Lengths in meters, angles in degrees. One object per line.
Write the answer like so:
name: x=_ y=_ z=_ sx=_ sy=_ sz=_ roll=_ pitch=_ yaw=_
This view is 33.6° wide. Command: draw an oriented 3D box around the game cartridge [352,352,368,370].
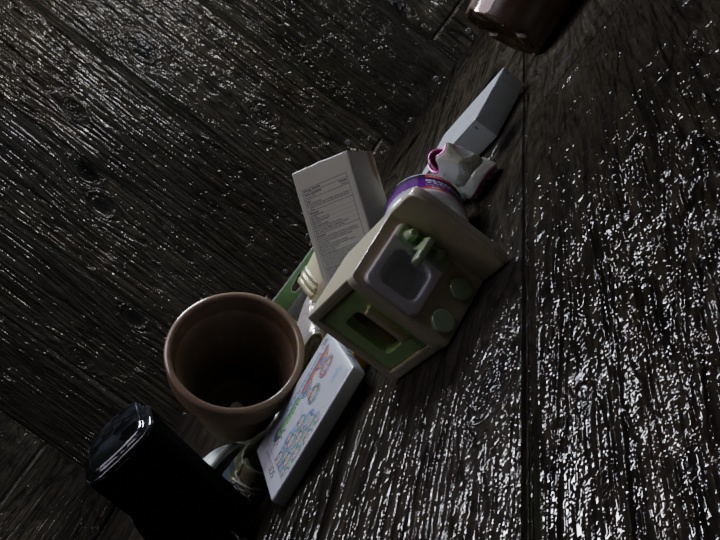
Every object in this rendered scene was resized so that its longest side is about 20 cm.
game cartridge: x=-0.022 y=0.131 z=1.684 sx=0.200 sy=0.032 sz=0.176 roll=-55 pitch=6 yaw=-18

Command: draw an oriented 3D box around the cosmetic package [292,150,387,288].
cosmetic package: x=-0.012 y=-0.058 z=1.662 sx=0.105 sy=0.200 sz=0.071 roll=-18 pitch=-6 yaw=32

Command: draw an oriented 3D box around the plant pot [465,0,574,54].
plant pot: x=0.295 y=-0.497 z=2.073 sx=0.199 sy=0.200 sz=0.200 roll=-62 pitch=6 yaw=1

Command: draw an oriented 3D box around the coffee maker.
coffee maker: x=-0.243 y=0.280 z=1.543 sx=0.192 sy=0.200 sz=0.135 roll=-1 pitch=48 yaw=57

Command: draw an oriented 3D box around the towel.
towel: x=-0.095 y=0.144 z=1.809 sx=0.133 sy=0.034 sz=0.200 roll=-99 pitch=25 yaw=-61

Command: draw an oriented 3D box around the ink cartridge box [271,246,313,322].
ink cartridge box: x=-0.075 y=0.027 z=2.048 sx=0.146 sy=0.048 sz=0.200 roll=-54 pitch=-37 yaw=-2

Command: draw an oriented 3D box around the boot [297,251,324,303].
boot: x=0.000 y=0.000 z=1.743 sx=0.073 sy=0.200 sz=0.156 roll=12 pitch=-72 yaw=-53

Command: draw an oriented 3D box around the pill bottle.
pill bottle: x=0.086 y=-0.068 z=1.582 sx=0.112 sy=0.111 sz=0.200 roll=-53 pitch=7 yaw=12

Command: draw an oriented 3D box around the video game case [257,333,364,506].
video game case: x=-0.069 y=0.188 z=1.559 sx=0.200 sy=0.024 sz=0.182 roll=-59 pitch=15 yaw=5

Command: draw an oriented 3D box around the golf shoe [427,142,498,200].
golf shoe: x=0.137 y=-0.148 z=1.737 sx=0.075 sy=0.091 sz=0.200 roll=-56 pitch=5 yaw=-7

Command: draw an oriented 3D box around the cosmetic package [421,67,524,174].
cosmetic package: x=0.183 y=-0.227 z=1.999 sx=0.200 sy=0.052 sz=0.151 roll=-47 pitch=8 yaw=50

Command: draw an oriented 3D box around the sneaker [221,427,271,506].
sneaker: x=-0.168 y=0.299 z=1.685 sx=0.200 sy=0.067 sz=0.090 roll=-54 pitch=0 yaw=-29

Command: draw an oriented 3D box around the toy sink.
toy sink: x=0.047 y=0.022 z=1.309 sx=0.112 sy=0.130 sz=0.200 roll=-58 pitch=8 yaw=-31

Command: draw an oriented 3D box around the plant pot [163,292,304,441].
plant pot: x=-0.183 y=0.159 z=1.731 sx=0.200 sy=0.200 sz=0.175 roll=-58 pitch=-13 yaw=-32

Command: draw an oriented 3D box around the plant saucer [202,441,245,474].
plant saucer: x=-0.240 y=0.339 z=1.783 sx=0.200 sy=0.050 sz=0.200 roll=-57 pitch=-15 yaw=-25
